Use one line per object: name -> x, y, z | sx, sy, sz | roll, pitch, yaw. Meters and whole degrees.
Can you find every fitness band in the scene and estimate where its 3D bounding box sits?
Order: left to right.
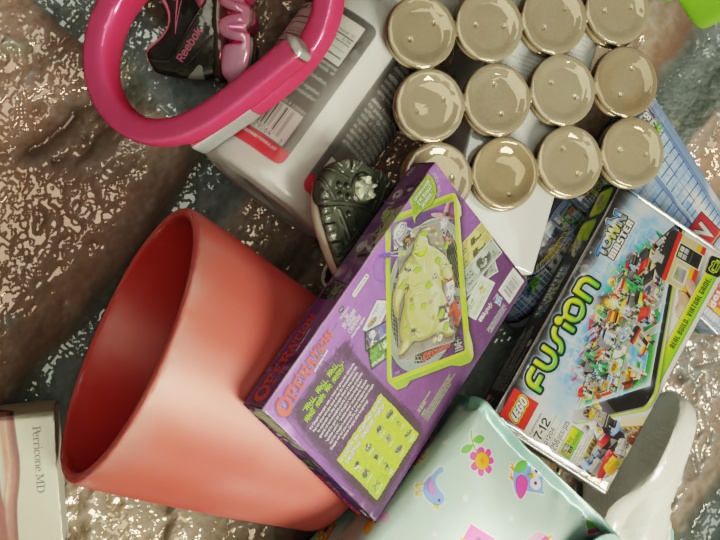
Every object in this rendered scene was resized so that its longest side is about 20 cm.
fitness band -> -0.103, -0.168, 0.820 | 0.199, 0.037, 0.145 | -33, 74, 16

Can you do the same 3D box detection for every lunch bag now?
lunch bag -> 0.084, 0.209, 0.834 | 0.200, 0.122, 0.171 | 45, 80, -10

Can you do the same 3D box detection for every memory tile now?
memory tile -> 0.116, -0.122, 0.848 | 0.197, 0.017, 0.156 | -8, 92, -14

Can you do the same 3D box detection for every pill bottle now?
pill bottle -> -0.016, -0.135, 0.880 | 0.110, 0.111, 0.201 | 37, 83, -10

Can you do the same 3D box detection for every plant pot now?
plant pot -> -0.085, 0.081, 0.835 | 0.176, 0.200, 0.203 | 26, 85, -23

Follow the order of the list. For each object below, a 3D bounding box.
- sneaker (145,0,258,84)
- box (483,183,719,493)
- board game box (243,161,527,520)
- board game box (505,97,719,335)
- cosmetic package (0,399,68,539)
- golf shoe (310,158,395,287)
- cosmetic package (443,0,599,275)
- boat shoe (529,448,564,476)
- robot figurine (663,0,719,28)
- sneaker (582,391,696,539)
sneaker -> -0.121, -0.233, 0.882 | 0.094, 0.079, 0.203 | 0, 87, 4
box -> 0.182, 0.050, 0.903 | 0.109, 0.035, 0.202 | 31, 84, -11
board game box -> 0.022, 0.044, 0.787 | 0.201, 0.032, 0.120 | -54, 125, -21
board game box -> 0.229, 0.006, 0.963 | 0.199, 0.062, 0.201 | 41, 82, -9
cosmetic package -> -0.303, 0.151, 0.827 | 0.197, 0.087, 0.105 | -6, 91, -13
golf shoe -> 0.000, 0.000, 0.852 | 0.078, 0.087, 0.201 | -57, 139, -25
cosmetic package -> 0.104, -0.101, 0.909 | 0.080, 0.113, 0.203 | 19, 84, -12
boat shoe -> 0.124, 0.199, 0.935 | 0.071, 0.076, 0.203 | 10, 90, -15
robot figurine -> 0.248, -0.293, 0.938 | 0.175, 0.115, 0.201 | -37, 97, -27
sneaker -> 0.223, 0.194, 0.963 | 0.088, 0.075, 0.202 | 23, 97, -23
